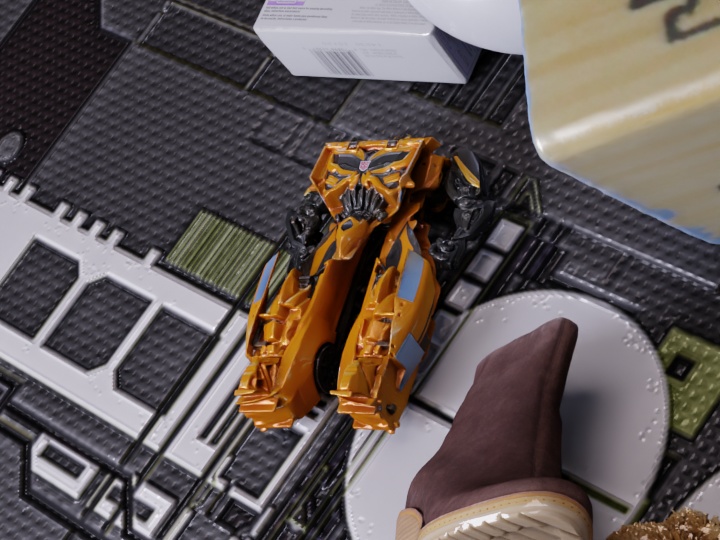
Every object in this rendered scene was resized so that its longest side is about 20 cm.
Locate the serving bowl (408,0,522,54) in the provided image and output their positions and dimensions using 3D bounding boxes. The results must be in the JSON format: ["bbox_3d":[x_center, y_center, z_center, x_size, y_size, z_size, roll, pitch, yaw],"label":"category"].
[{"bbox_3d":[0.107,-0.233,1.562,0.199,0.066,0.201,-3,63,5],"label":"serving bowl"}]

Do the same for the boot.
[{"bbox_3d":[0.080,0.091,1.343,0.200,0.072,0.167,-39,25,60],"label":"boot"}]

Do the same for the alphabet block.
[{"bbox_3d":[0.213,-0.149,1.350,0.200,0.195,0.197,-19,66,33],"label":"alphabet block"}]

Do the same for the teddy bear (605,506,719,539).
[{"bbox_3d":[0.184,0.208,1.251,0.200,0.067,0.145,28,86,37],"label":"teddy bear"}]

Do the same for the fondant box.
[{"bbox_3d":[0.035,-0.219,1.661,0.144,0.058,0.200,6,64,37],"label":"fondant box"}]

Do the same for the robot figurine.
[{"bbox_3d":[0.000,0.000,1.523,0.145,0.058,0.201,-2,59,33],"label":"robot figurine"}]
